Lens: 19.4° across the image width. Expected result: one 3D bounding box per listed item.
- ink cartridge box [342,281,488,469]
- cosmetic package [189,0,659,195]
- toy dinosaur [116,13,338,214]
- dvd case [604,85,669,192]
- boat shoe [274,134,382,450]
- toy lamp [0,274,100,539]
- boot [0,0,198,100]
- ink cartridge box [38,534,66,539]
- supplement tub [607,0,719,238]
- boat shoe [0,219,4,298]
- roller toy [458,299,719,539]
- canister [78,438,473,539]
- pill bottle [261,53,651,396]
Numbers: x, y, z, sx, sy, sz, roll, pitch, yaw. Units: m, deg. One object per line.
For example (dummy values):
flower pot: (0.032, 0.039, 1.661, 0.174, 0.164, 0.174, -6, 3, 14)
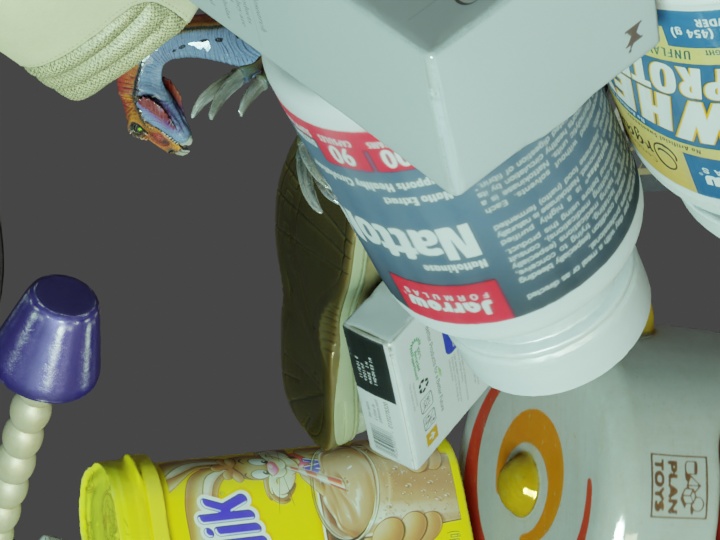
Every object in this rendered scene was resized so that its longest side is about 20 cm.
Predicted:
ink cartridge box: (0.068, 0.001, 1.074, 0.200, 0.037, 0.095, -45, 143, -29)
cosmetic package: (0.001, -0.123, 0.760, 0.101, 0.200, 0.071, -38, 142, -19)
toy dinosaur: (-0.015, -0.101, 0.979, 0.181, 0.200, 0.105, 13, 139, 14)
dvd case: (0.203, -0.104, 1.067, 0.200, 0.016, 0.149, -4, 130, -33)
boat shoe: (0.000, 0.000, 1.072, 0.066, 0.074, 0.200, -19, 136, -26)
toy lamp: (-0.175, 0.087, 1.080, 0.058, 0.058, 0.200, 5, 129, -26)
boot: (-0.112, -0.172, 0.865, 0.155, 0.073, 0.200, 27, 104, -45)
ink cartridge box: (-0.148, 0.250, 1.242, 0.200, 0.045, 0.176, 23, 117, -36)
supplement tub: (0.161, -0.110, 0.836, 0.145, 0.145, 0.200, -28, 140, 3)
boat shoe: (-0.202, -0.036, 0.945, 0.074, 0.073, 0.200, -17, 134, -7)
roller toy: (0.139, 0.117, 1.147, 0.140, 0.183, 0.200, 6, 127, -26)
canister: (-0.041, 0.166, 1.146, 0.200, 0.149, 0.087, -5, 165, -22)
pill bottle: (0.050, -0.042, 0.872, 0.119, 0.120, 0.200, -28, 132, 3)
